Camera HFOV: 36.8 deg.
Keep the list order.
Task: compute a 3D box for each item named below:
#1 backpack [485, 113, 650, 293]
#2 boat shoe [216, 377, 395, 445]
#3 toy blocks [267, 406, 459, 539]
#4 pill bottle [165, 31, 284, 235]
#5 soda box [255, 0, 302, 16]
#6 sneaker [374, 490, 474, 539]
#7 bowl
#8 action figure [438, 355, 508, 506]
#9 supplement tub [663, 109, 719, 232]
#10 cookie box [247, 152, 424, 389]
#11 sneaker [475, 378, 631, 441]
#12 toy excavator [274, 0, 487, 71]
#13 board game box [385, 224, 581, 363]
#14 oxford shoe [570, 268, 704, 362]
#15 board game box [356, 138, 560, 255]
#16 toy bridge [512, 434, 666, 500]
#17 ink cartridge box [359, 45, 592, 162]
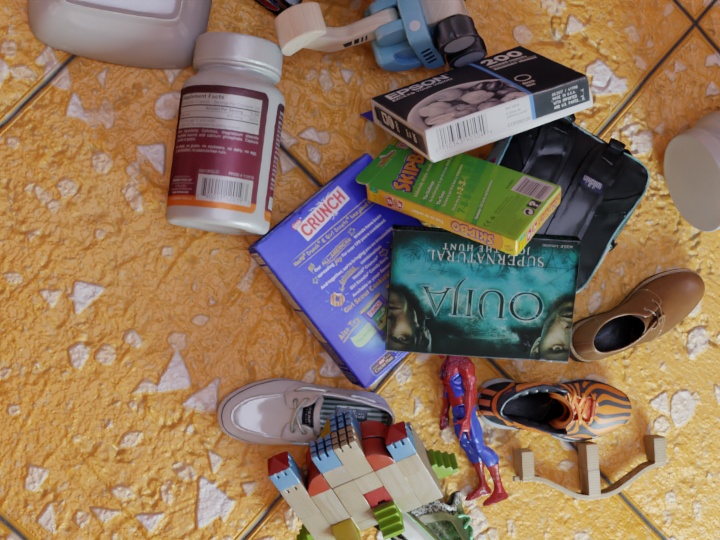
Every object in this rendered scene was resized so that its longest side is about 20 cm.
[{"bbox_3d":[0.202,-0.062,1.228,0.175,0.153,0.201,30,75,-7],"label":"backpack"},{"bbox_3d":[-0.057,0.155,1.197,0.198,0.067,0.074,-2,88,-15],"label":"boat shoe"},{"bbox_3d":[-0.008,0.211,1.160,0.199,0.100,0.137,-24,124,9],"label":"toy blocks"},{"bbox_3d":[-0.142,-0.144,1.160,0.113,0.114,0.202,8,86,-14],"label":"pill bottle"},{"bbox_3d":[-0.056,-0.386,1.217,0.070,0.063,0.201,32,81,-12],"label":"soda box"},{"bbox_3d":[0.106,0.299,1.237,0.199,0.077,0.089,38,71,-13],"label":"sneaker"},{"bbox_3d":[-0.253,-0.327,1.159,0.198,0.075,0.202,7,88,-14],"label":"bowl"},{"bbox_3d":[0.119,0.169,1.245,0.051,0.065,0.202,-14,93,-19],"label":"action figure"},{"bbox_3d":[0.487,-0.136,1.312,0.198,0.145,0.146,-20,93,-14],"label":"supplement tub"},{"bbox_3d":[0.000,0.000,1.213,0.171,0.075,0.201,-39,98,-13],"label":"cookie box"},{"bbox_3d":[0.240,0.166,1.252,0.198,0.112,0.078,1,88,-15],"label":"sneaker"},{"bbox_3d":[0.024,-0.266,1.195,0.198,0.194,0.101,-20,80,13],"label":"toy excavator"},{"bbox_3d":[0.128,0.026,1.150,0.198,0.028,0.137,3,103,1],"label":"board game box"},{"bbox_3d":[0.346,0.057,1.308,0.199,0.071,0.072,-28,94,-16],"label":"oxford shoe"},{"bbox_3d":[0.100,-0.084,1.138,0.199,0.030,0.096,25,52,26],"label":"board game box"},{"bbox_3d":[0.275,0.241,1.304,0.198,0.027,0.068,-4,90,-15],"label":"toy bridge"},{"bbox_3d":[0.118,-0.192,1.189,0.197,0.200,0.044,-21,118,-15],"label":"ink cartridge box"}]
